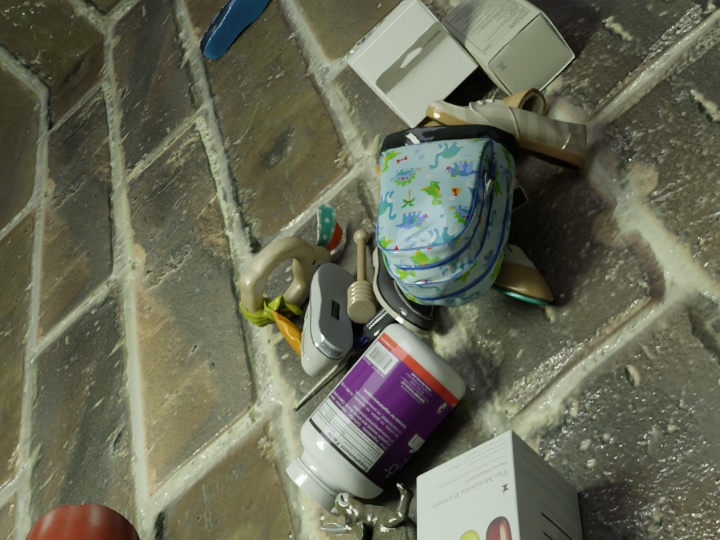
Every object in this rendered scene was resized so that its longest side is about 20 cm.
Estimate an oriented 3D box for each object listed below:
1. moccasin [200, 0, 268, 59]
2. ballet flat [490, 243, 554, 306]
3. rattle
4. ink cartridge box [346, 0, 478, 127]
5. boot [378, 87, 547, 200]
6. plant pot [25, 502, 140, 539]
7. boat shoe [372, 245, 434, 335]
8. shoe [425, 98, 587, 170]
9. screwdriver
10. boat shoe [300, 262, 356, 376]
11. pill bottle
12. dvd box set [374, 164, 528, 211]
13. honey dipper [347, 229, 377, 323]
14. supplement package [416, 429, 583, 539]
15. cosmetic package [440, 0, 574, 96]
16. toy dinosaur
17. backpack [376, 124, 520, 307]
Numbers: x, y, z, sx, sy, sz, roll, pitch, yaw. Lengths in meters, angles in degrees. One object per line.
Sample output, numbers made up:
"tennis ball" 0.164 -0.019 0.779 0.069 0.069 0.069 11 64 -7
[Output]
"moccasin" -0.272 -0.537 2.515 0.200 0.080 0.068 -45 41 3
"ballet flat" 0.147 -0.006 1.349 0.199 0.068 0.064 14 89 57
"rattle" -0.056 0.009 1.610 0.199 0.131 0.142 -33 32 -30
"ink cartridge box" 0.069 -0.289 1.679 0.129 0.125 0.200 -44 11 7
"boot" 0.128 -0.153 1.560 0.199 0.066 0.176 -8 49 47
"plant pot" -0.335 0.389 1.419 0.201 0.201 0.196 -42 22 9
"boat shoe" 0.058 0.004 1.451 0.063 0.072 0.200 -53 22 20
"shoe" 0.172 -0.168 1.393 0.070 0.198 0.054 -151 77 -78
"screwdriver" -0.019 0.105 1.491 0.200 0.028 0.029 -41 60 16
"boat shoe" -0.045 0.064 1.522 0.070 0.071 0.201 -51 19 26
"pill bottle" 0.014 0.163 1.290 0.200 0.112 0.112 -49 30 -1
"dvd box set" 0.104 -0.105 1.447 0.146 0.029 0.200 -32 35 7
"honey dipper" 0.000 0.000 1.563 0.038 0.038 0.201 -37 25 18
"supplement package" 0.123 0.262 1.032 0.113 0.109 0.201 -32 33 26
"cosmetic package" 0.196 -0.315 1.636 0.103 0.087 0.200 -41 29 8
"toy dinosaur" 0.043 0.279 1.176 0.103 0.077 0.200 -55 33 12
"backpack" 0.087 -0.060 1.301 0.162 0.154 0.202 -1 74 19
